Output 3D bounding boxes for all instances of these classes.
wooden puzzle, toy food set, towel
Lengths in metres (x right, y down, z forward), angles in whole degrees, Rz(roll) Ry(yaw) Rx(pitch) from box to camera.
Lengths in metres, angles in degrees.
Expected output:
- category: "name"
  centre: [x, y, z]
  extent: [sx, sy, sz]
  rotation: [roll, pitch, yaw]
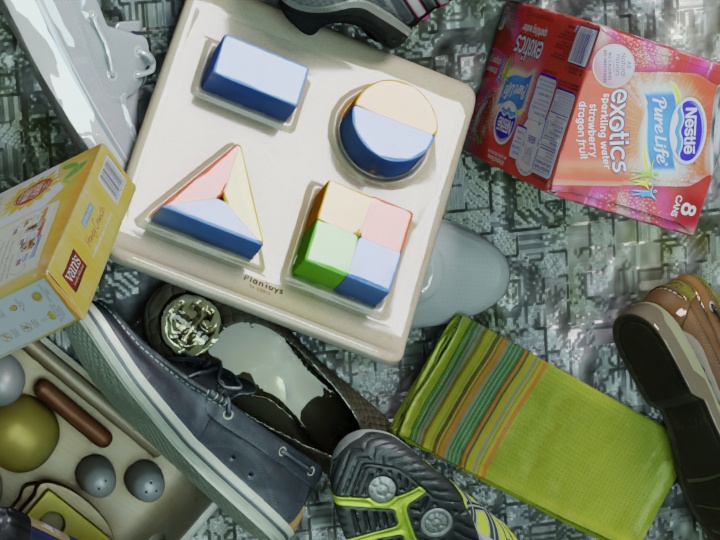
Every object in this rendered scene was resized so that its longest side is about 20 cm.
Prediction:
- category: "wooden puzzle"
  centre: [-0.035, -0.064, 1.551]
  extent: [0.185, 0.046, 0.200]
  rotation: [21, 63, -10]
- category: "toy food set"
  centre: [-0.198, 0.124, 1.594]
  extent: [0.200, 0.060, 0.144]
  rotation: [41, 88, -17]
- category: "towel"
  centre: [0.117, 0.105, 1.679]
  extent: [0.200, 0.018, 0.086]
  rotation: [28, 93, -27]

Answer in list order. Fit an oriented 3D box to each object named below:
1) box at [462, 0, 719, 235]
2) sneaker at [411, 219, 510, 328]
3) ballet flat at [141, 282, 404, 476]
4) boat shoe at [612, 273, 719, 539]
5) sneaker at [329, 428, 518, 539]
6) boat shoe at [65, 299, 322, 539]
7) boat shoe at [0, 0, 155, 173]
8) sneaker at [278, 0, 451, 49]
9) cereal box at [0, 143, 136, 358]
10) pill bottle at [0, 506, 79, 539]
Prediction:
- category: "box"
  centre: [0.138, -0.092, 1.569]
  extent: [0.095, 0.200, 0.100]
  rotation: [16, 96, -15]
- category: "sneaker"
  centre: [0.000, 0.000, 1.614]
  extent: [0.200, 0.080, 0.071]
  rotation: [7, 96, -17]
- category: "ballet flat"
  centre: [-0.047, 0.074, 1.631]
  extent: [0.200, 0.046, 0.067]
  rotation: [40, 88, -18]
- category: "boat shoe"
  centre: [0.234, 0.098, 1.693]
  extent: [0.068, 0.072, 0.200]
  rotation: [-33, 107, -31]
- category: "sneaker"
  centre: [0.044, 0.164, 1.643]
  extent: [0.075, 0.076, 0.200]
  rotation: [-37, 120, 7]
- category: "boat shoe"
  centre: [-0.097, 0.079, 1.574]
  extent: [0.200, 0.075, 0.062]
  rotation: [46, 76, -23]
- category: "boat shoe"
  centre: [-0.157, -0.127, 1.561]
  extent: [0.068, 0.072, 0.200]
  rotation: [-29, 97, -8]
- category: "sneaker"
  centre: [0.032, -0.179, 1.594]
  extent: [0.200, 0.074, 0.088]
  rotation: [-7, 138, -32]
- category: "cereal box"
  centre: [-0.226, 0.015, 1.483]
  extent: [0.200, 0.144, 0.040]
  rotation: [-25, 115, 23]
- category: "pill bottle"
  centre: [-0.187, 0.204, 1.541]
  extent: [0.200, 0.112, 0.112]
  rotation: [28, 92, -17]
